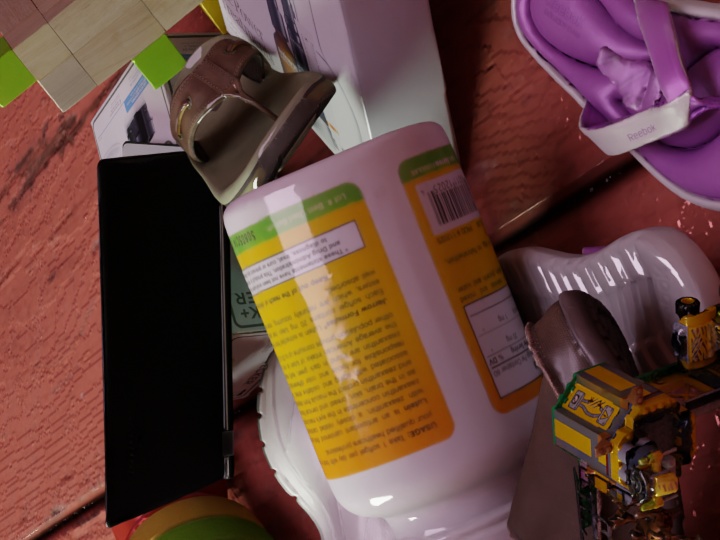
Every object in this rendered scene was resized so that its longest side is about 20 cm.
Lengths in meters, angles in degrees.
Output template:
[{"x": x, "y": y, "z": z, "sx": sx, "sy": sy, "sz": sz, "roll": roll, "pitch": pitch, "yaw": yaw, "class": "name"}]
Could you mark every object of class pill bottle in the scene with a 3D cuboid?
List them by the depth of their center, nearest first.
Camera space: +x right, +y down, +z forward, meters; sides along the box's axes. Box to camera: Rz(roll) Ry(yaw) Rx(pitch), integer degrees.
[{"x": 0.023, "y": 0.044, "z": 0.892, "sx": 0.111, "sy": 0.111, "sz": 0.201, "roll": -22, "pitch": 90, "yaw": 58, "class": "pill bottle"}]

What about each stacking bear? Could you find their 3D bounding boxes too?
[{"x": -0.099, "y": 0.186, "z": 1.191, "sx": 0.200, "sy": 0.121, "sz": 0.114, "roll": -121, "pitch": 37, "yaw": -47, "class": "stacking bear"}]

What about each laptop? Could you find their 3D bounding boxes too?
[{"x": -0.134, "y": 0.026, "z": 1.093, "sx": 0.200, "sy": 0.115, "sz": 0.189, "roll": 9, "pitch": 101, "yaw": 58, "class": "laptop"}]

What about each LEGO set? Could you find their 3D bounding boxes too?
[{"x": 0.155, "y": 0.116, "z": 0.713, "sx": 0.116, "sy": 0.153, "sz": 0.202, "roll": 28, "pitch": 121, "yaw": 54, "class": "LEGO set"}]

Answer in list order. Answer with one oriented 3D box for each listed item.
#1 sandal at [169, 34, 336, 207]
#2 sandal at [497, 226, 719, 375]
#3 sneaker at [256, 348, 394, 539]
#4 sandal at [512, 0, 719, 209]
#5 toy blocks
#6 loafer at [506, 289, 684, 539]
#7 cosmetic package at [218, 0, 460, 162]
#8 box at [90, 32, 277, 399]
[{"x": -0.071, "y": -0.084, "z": 0.995, "sx": 0.080, "sy": 0.057, "sz": 0.201, "roll": -54, "pitch": 25, "yaw": 0, "class": "sandal"}, {"x": 0.115, "y": 0.020, "z": 0.862, "sx": 0.083, "sy": 0.050, "sz": 0.202, "roll": 70, "pitch": 161, "yaw": -4, "class": "sandal"}, {"x": 0.008, "y": 0.118, "z": 1.049, "sx": 0.087, "sy": 0.074, "sz": 0.201, "roll": -30, "pitch": 75, "yaw": 44, "class": "sneaker"}, {"x": 0.116, "y": -0.082, "z": 0.828, "sx": 0.203, "sy": 0.049, "sz": 0.083, "roll": 41, "pitch": 128, "yaw": 50, "class": "sandal"}, {"x": -0.149, "y": -0.181, "z": 1.164, "sx": 0.100, "sy": 0.200, "sz": 0.137, "roll": 52, "pitch": 177, "yaw": -33, "class": "toy blocks"}, {"x": 0.095, "y": 0.099, "z": 0.803, "sx": 0.073, "sy": 0.070, "sz": 0.201, "roll": -103, "pitch": -5, "yaw": -57, "class": "loafer"}, {"x": -0.025, "y": -0.146, "z": 1.011, "sx": 0.200, "sy": 0.051, "sz": 0.151, "roll": 50, "pitch": 159, "yaw": 44, "class": "cosmetic package"}, {"x": -0.098, "y": -0.031, "z": 1.195, "sx": 0.117, "sy": 0.060, "sz": 0.201, "roll": -42, "pitch": 59, "yaw": 53, "class": "box"}]
